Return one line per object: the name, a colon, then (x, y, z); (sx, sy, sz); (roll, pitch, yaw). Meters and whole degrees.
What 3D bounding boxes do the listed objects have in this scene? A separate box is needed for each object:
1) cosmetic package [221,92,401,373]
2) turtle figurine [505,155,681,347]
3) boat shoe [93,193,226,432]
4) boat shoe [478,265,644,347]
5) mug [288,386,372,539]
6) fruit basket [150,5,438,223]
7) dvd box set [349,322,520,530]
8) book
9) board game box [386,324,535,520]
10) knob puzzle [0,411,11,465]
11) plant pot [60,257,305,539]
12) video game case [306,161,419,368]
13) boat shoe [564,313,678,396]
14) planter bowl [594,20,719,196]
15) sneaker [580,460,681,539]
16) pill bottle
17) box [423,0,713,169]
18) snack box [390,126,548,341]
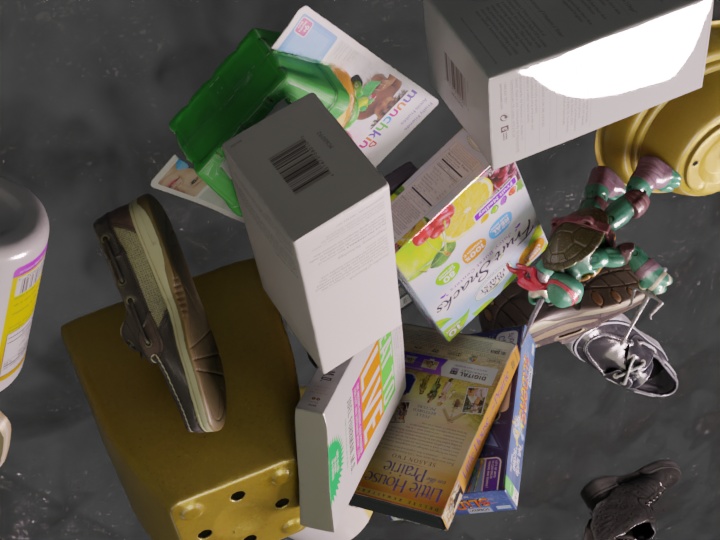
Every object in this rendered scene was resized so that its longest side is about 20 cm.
cosmetic package: (-0.033, -0.022, 0.896); (0.084, 0.108, 0.201); (-32, 153, -12)
turtle figurine: (0.221, -0.016, 1.107); (0.201, 0.149, 0.101); (-58, 135, -25)
boat shoe: (-0.166, 0.041, 0.970); (0.065, 0.203, 0.072); (-19, 177, 9)
boat shoe: (0.221, 0.037, 1.275); (0.198, 0.075, 0.074); (-13, 148, -6)
mug: (-0.032, 0.218, 1.243); (0.184, 0.151, 0.154); (-13, 148, 8)
fruit basket: (-0.045, -0.101, 0.950); (0.185, 0.094, 0.199); (-44, 141, 16)
dvd box set: (0.056, 0.145, 1.143); (0.201, 0.145, 0.030); (-62, 144, -32)
book: (-0.010, 0.111, 1.046); (0.048, 0.201, 0.135); (10, 126, 16)
board game box: (0.099, 0.150, 1.176); (0.134, 0.201, 0.035); (-11, 133, 27)
knob puzzle: (-0.353, 0.105, 0.902); (0.221, 0.217, 0.031); (87, 27, -46)
plant pot: (-0.137, 0.148, 1.064); (0.194, 0.201, 0.195); (-19, 139, -12)
video game case: (0.000, 0.000, 1.094); (0.142, 0.019, 0.201); (-33, 149, -15)
boat shoe: (0.314, 0.106, 1.392); (0.072, 0.068, 0.199); (-44, 138, 16)
planter bowl: (0.336, -0.135, 1.149); (0.198, 0.084, 0.202); (-17, 138, -16)
sneaker: (0.384, 0.334, 1.637); (0.198, 0.105, 0.060); (-8, 135, -24)
pill bottle: (-0.308, 0.030, 0.916); (0.103, 0.105, 0.201); (-1, 132, -30)
box: (0.167, -0.188, 0.963); (0.198, 0.125, 0.098); (-21, 140, -9)
snack box: (0.094, -0.032, 1.091); (0.142, 0.053, 0.200); (-42, 149, -3)
